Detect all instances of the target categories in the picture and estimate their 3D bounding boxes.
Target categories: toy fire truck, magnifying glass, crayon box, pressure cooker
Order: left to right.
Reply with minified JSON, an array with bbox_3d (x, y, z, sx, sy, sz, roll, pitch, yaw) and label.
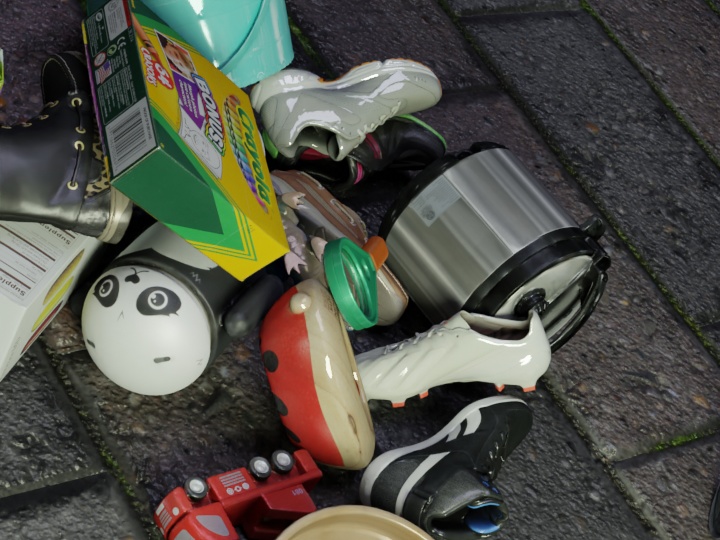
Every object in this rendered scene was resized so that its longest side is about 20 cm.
[{"bbox_3d":[-0.147,-0.113,1.467,0.172,0.058,0.201,38,26,-44],"label":"crayon box"},{"bbox_3d":[-0.056,0.220,1.437,0.199,0.049,0.141,-13,58,-40],"label":"toy fire truck"},{"bbox_3d":[0.000,0.000,1.548,0.200,0.022,0.080,-50,118,-74],"label":"magnifying glass"},{"bbox_3d":[0.132,0.000,1.692,0.178,0.176,0.200,-17,56,-39],"label":"pressure cooker"}]

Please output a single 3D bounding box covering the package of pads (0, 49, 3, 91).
[{"bbox_3d":[-0.416,-0.148,1.496,0.199,0.155,0.068,12,37,-22],"label":"package of pads"}]

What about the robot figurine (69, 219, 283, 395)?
[{"bbox_3d":[-0.158,0.020,1.516,0.125,0.150,0.200,47,38,-7],"label":"robot figurine"}]

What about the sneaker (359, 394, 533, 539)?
[{"bbox_3d":[0.106,0.183,1.539,0.199,0.073,0.112,-24,38,-36],"label":"sneaker"}]

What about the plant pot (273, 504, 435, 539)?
[{"bbox_3d":[-0.008,0.290,1.348,0.200,0.093,0.202,15,53,-21],"label":"plant pot"}]

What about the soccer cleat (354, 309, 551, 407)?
[{"bbox_3d":[0.073,0.073,1.598,0.199,0.078,0.069,-6,29,6],"label":"soccer cleat"}]

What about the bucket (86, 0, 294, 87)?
[{"bbox_3d":[-0.166,-0.251,1.721,0.207,0.206,0.135,-39,119,-49],"label":"bucket"}]

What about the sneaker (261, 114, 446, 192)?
[{"bbox_3d":[-0.005,-0.116,1.812,0.199,0.077,0.084,0,55,-21],"label":"sneaker"}]

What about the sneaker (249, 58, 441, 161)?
[{"bbox_3d":[-0.007,-0.151,1.749,0.199,0.076,0.092,-9,62,-19],"label":"sneaker"}]

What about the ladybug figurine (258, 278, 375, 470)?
[{"bbox_3d":[-0.039,0.092,1.494,0.072,0.201,0.136,-15,41,2],"label":"ladybug figurine"}]

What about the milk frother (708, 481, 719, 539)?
[{"bbox_3d":[0.453,0.241,1.635,0.187,0.200,0.181,27,43,-6],"label":"milk frother"}]

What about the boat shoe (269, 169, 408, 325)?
[{"bbox_3d":[-0.022,-0.031,1.699,0.200,0.076,0.072,45,45,13],"label":"boat shoe"}]

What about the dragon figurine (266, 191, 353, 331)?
[{"bbox_3d":[-0.073,-0.024,1.626,0.059,0.100,0.200,-31,75,-21],"label":"dragon figurine"}]

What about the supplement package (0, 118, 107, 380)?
[{"bbox_3d":[-0.294,-0.015,1.474,0.109,0.114,0.200,31,40,0],"label":"supplement package"}]

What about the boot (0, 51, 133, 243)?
[{"bbox_3d":[-0.277,-0.109,1.440,0.150,0.073,0.201,3,52,-31],"label":"boot"}]

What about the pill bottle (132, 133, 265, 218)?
[{"bbox_3d":[-0.193,-0.104,1.634,0.199,0.112,0.112,2,48,-32],"label":"pill bottle"}]
